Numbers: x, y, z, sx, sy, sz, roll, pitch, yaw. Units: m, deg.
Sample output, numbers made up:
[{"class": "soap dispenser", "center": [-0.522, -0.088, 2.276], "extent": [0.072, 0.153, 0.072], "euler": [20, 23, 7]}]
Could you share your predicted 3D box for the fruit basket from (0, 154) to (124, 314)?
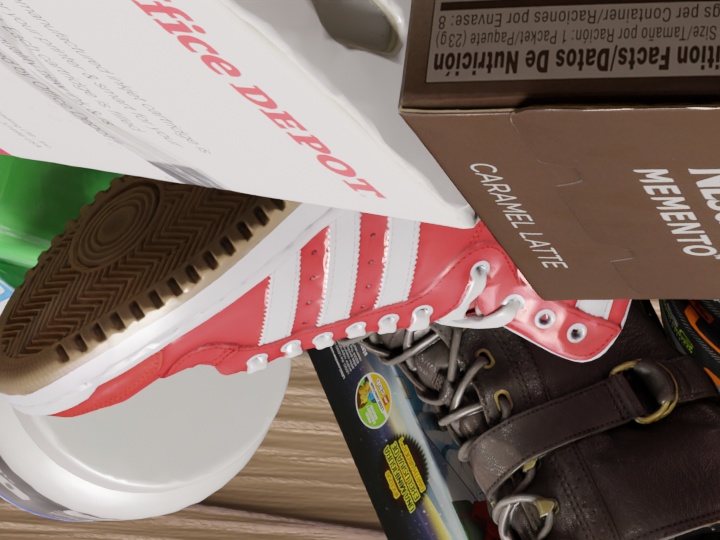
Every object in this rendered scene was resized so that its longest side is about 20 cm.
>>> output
[{"class": "fruit basket", "center": [-0.167, -0.048, 0.847], "extent": [0.199, 0.094, 0.185], "euler": [20, 159, -26]}]

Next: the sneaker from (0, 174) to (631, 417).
[{"class": "sneaker", "center": [0.000, 0.000, 0.802], "extent": [0.199, 0.071, 0.113], "euler": [-35, 126, 4]}]

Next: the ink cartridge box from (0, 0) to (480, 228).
[{"class": "ink cartridge box", "center": [-0.070, -0.087, 0.659], "extent": [0.199, 0.084, 0.145], "euler": [9, 160, 39]}]

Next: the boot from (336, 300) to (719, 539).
[{"class": "boot", "center": [0.033, 0.033, 0.891], "extent": [0.199, 0.175, 0.069], "euler": [-12, 152, -28]}]

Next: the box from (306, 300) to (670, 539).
[{"class": "box", "center": [0.060, 0.059, 0.973], "extent": [0.136, 0.201, 0.040], "euler": [0, 146, -39]}]

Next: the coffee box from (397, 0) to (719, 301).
[{"class": "coffee box", "center": [0.070, -0.105, 0.598], "extent": [0.079, 0.202, 0.114], "euler": [0, 162, 20]}]

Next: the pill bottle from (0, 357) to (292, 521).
[{"class": "pill bottle", "center": [-0.090, 0.033, 1.027], "extent": [0.113, 0.115, 0.200], "euler": [10, 172, -12]}]

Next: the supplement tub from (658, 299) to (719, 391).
[{"class": "supplement tub", "center": [0.159, -0.021, 0.955], "extent": [0.122, 0.123, 0.200], "euler": [4, 162, 8]}]
